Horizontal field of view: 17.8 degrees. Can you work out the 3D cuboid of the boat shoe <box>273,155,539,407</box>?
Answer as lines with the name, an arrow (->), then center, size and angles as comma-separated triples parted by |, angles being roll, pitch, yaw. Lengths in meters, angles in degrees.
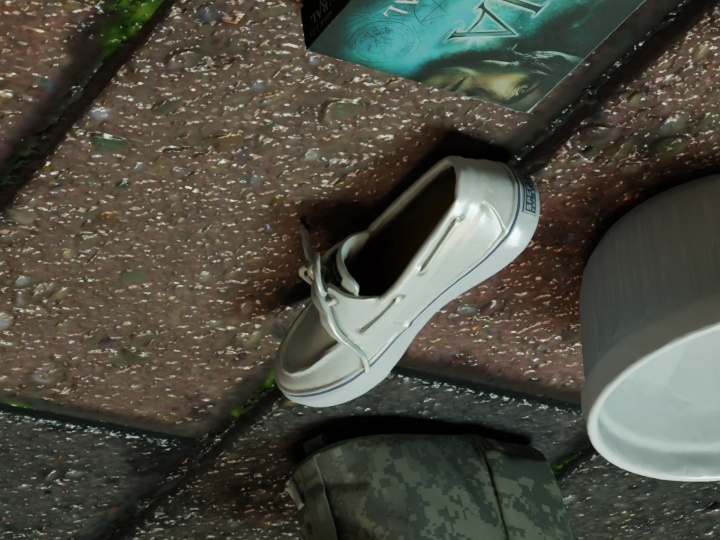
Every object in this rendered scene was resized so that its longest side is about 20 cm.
boat shoe -> 0.001, 0.004, 1.242 | 0.086, 0.075, 0.202 | 18, 137, -38

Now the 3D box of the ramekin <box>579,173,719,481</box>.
ramekin -> 0.217, 0.029, 1.308 | 0.198, 0.106, 0.201 | -7, 148, -4

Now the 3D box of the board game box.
board game box -> 0.080, -0.151, 1.054 | 0.134, 0.028, 0.200 | 13, 142, -30

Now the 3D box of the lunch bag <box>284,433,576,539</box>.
lunch bag -> 0.045, 0.204, 1.464 | 0.167, 0.201, 0.139 | 13, 140, -38
